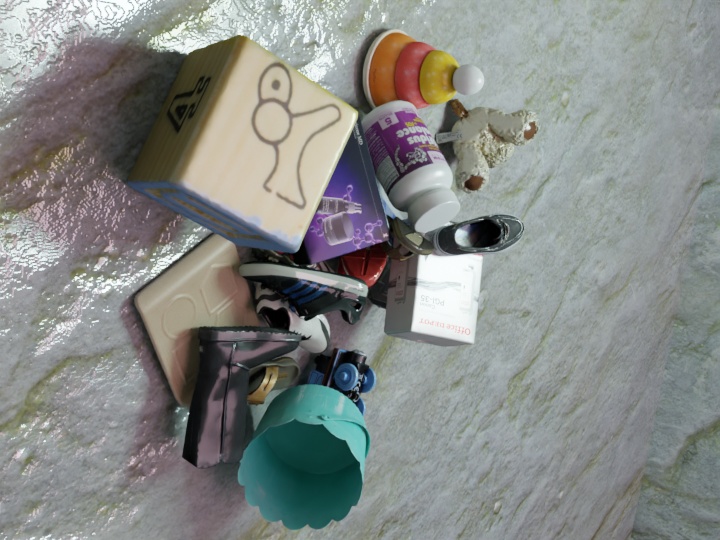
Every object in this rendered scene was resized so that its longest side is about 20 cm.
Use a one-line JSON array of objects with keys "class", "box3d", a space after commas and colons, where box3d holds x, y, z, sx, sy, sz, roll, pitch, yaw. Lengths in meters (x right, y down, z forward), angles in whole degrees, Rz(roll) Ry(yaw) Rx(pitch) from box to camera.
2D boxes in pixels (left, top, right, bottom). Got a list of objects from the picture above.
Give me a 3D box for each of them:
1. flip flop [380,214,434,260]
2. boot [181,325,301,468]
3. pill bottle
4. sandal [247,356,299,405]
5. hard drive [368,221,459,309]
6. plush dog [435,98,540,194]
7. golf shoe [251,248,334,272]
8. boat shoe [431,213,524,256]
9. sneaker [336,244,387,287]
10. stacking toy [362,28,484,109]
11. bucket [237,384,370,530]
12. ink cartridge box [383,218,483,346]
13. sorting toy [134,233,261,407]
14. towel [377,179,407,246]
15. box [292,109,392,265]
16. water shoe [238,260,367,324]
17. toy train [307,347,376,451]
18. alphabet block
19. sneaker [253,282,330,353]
[{"class": "flip flop", "box3d": [0.059, -0.047, 1.455, 0.081, 0.200, 0.058, 36, 91, -17]}, {"class": "boot", "box3d": [-0.172, 0.185, 1.351, 0.164, 0.066, 0.201, 4, 93, -30]}, {"class": "pill bottle", "box3d": [0.081, -0.166, 1.481, 0.112, 0.201, 0.112, -23, 158, -10]}, {"class": "sandal", "box3d": [-0.157, 0.184, 1.451, 0.200, 0.055, 0.082, 0, 128, -58]}, {"class": "hard drive", "box3d": [0.119, -0.007, 1.692, 0.201, 0.139, 0.038, -59, 142, -18]}, {"class": "plush dog", "box3d": [0.245, -0.252, 1.798, 0.200, 0.161, 0.172, -44, 159, 7]}, {"class": "golf shoe", "box3d": [-0.087, -0.027, 1.464, 0.200, 0.077, 0.089, 36, 69, -53]}, {"class": "boat shoe", "box3d": [0.212, -0.063, 1.542, 0.199, 0.066, 0.070, -6, 87, -34]}, {"class": "sneaker", "box3d": [0.000, 0.000, 1.522, 0.200, 0.078, 0.116, -88, -176, -58]}, {"class": "stacking toy", "box3d": [0.116, -0.316, 1.513, 0.146, 0.199, 0.147, -25, 123, -46]}, {"class": "bucket", "box3d": [-0.082, 0.290, 1.448, 0.135, 0.206, 0.208, -71, 161, -64]}, {"class": "ink cartridge box", "box3d": [0.129, 0.021, 1.567, 0.146, 0.083, 0.201, 13, 78, -32]}, {"class": "sorting toy", "box3d": [-0.233, 0.071, 1.343, 0.185, 0.036, 0.201, -43, 130, -36]}, {"class": "towel", "box3d": [0.061, -0.157, 1.606, 0.147, 0.024, 0.201, 53, 43, -48]}, {"class": "box", "box3d": [-0.051, -0.123, 1.374, 0.140, 0.079, 0.201, -19, 98, -22]}, {"class": "water shoe", "box3d": [-0.086, 0.035, 1.363, 0.199, 0.071, 0.079, 11, 92, -14]}, {"class": "toy train", "box3d": [-0.052, 0.225, 1.575, 0.087, 0.114, 0.201, 18, 89, -55]}, {"class": "alphabet block", "box3d": [-0.153, -0.156, 1.175, 0.195, 0.196, 0.201, 30, 79, -31]}, {"class": "sneaker", "box3d": [-0.112, 0.083, 1.456, 0.200, 0.073, 0.080, 50, 29, -42]}]
